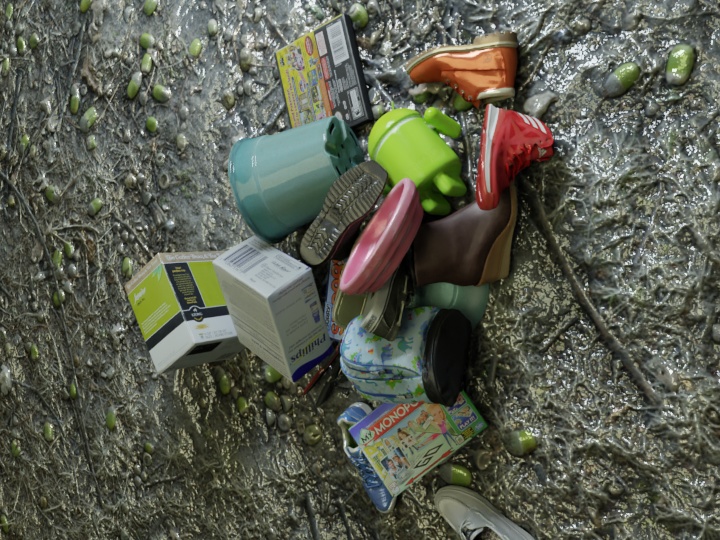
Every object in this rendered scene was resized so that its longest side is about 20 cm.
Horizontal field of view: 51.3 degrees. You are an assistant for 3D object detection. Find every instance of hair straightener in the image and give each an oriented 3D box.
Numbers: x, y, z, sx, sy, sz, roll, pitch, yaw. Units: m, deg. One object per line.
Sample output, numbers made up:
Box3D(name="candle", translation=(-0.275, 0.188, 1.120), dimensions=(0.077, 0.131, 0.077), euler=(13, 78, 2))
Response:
Box3D(name="hair straightener", translation=(-0.036, 0.192, 1.392), dimensions=(0.077, 0.041, 0.201), euler=(43, 124, 11))

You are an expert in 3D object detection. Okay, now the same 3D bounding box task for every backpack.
Box3D(name="backpack", translation=(0.062, 0.138, 1.219), dimensions=(0.198, 0.153, 0.166), euler=(-19, 40, 45))

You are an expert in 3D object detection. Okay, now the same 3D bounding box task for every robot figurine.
Box3D(name="robot figurine", translation=(0.090, -0.185, 1.252), dimensions=(0.201, 0.115, 0.176), euler=(52, 120, 21))

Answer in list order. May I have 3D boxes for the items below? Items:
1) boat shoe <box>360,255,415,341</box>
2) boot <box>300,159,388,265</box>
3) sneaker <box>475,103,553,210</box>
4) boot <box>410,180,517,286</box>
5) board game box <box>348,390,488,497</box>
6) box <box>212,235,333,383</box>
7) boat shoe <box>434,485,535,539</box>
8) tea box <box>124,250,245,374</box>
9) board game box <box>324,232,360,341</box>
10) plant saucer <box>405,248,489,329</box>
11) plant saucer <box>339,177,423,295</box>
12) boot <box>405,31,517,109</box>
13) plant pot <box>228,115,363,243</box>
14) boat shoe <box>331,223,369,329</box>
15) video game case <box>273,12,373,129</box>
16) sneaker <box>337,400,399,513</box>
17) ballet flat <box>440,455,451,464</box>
Box3D(name="boat shoe", translation=(0.052, 0.034, 1.202), dimensions=(0.063, 0.202, 0.071), euler=(29, 133, -8))
Box3D(name="boot", translation=(-0.013, -0.098, 1.290), dimensions=(0.078, 0.138, 0.200), euler=(47, 105, 14))
Box3D(name="sneaker", translation=(0.235, -0.171, 1.125), dimensions=(0.112, 0.079, 0.204), euler=(7, 57, 6))
Box3D(name="boot", translation=(0.160, -0.074, 1.185), dimensions=(0.072, 0.162, 0.206), euler=(-143, 52, -74))
Box3D(name="board game box", translation=(0.096, 0.262, 1.256), dimensions=(0.198, 0.029, 0.136), euler=(-37, 84, 0))
Box3D(name="box", translation=(-0.160, 0.069, 1.381), dimensions=(0.182, 0.104, 0.204), euler=(28, 141, 43))
Box3D(name="boat shoe", translation=(0.197, 0.431, 1.240), dimensions=(0.198, 0.068, 0.073), euler=(35, 111, 28))
Box3D(name="tea box", translation=(-0.333, 0.078, 1.513), dimensions=(0.133, 0.198, 0.200), euler=(-34, 73, 31))
Box3D(name="board game box", translation=(-0.001, 0.035, 1.377), dimensions=(0.133, 0.034, 0.206), euler=(9, 98, 34))
Box3D(name="plant saucer", translation=(0.118, 0.027, 1.269), dimensions=(0.196, 0.039, 0.207), euler=(3, 96, 23))
Box3D(name="plant saucer", translation=(0.038, -0.045, 1.164), dimensions=(0.050, 0.202, 0.202), euler=(31, 115, -9))
Box3D(name="boot", translation=(0.162, -0.314, 1.224), dimensions=(0.196, 0.074, 0.110), euler=(-2, 96, 34))
Box3D(name="plant pot", translation=(-0.103, -0.173, 1.354), dimensions=(0.192, 0.199, 0.205), euler=(-16, 84, 26))
Box3D(name="boat shoe", translation=(0.000, 0.000, 1.304), dimensions=(0.074, 0.068, 0.203), euler=(26, 92, -14))
Box3D(name="video game case", translation=(-0.072, -0.349, 1.412), dimensions=(0.178, 0.025, 0.205), euler=(-17, 84, 34))
Box3D(name="sneaker", translation=(0.008, 0.344, 1.364), dimensions=(0.075, 0.076, 0.204), euler=(-28, 78, 30))
Box3D(name="ballet flat", translation=(0.111, 0.232, 1.300), dimensions=(0.069, 0.069, 0.203), euler=(-32, 79, 31))
